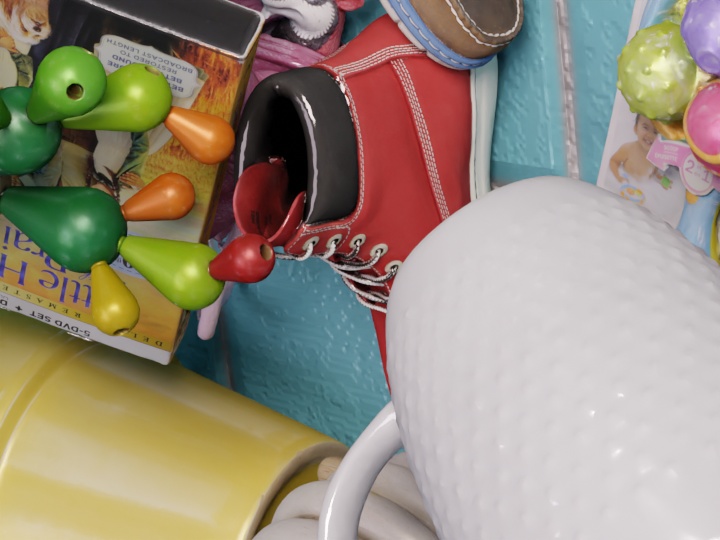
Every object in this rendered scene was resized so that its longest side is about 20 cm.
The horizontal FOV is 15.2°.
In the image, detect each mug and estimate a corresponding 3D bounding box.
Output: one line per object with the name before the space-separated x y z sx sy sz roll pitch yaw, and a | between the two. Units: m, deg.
mug | 0.070 0.074 0.997 0.200 0.148 0.176 -39 61 14

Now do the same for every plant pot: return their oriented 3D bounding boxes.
plant pot | -0.103 0.125 1.284 0.188 0.201 0.201 10 114 29

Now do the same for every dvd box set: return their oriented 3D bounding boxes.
dvd box set | -0.127 -0.053 1.113 0.146 0.029 0.200 21 139 1

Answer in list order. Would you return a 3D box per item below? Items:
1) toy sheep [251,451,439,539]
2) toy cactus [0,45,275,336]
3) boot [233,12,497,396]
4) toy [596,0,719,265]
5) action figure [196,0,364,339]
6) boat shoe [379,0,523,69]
toy sheep | 0.005 0.145 1.150 0.138 0.200 0.138 31 147 23
toy cactus | -0.143 -0.037 1.055 0.200 0.102 0.165 31 149 -22
boot | 0.000 0.000 1.126 0.072 0.144 0.201 10 118 34
toy | 0.132 -0.059 1.029 0.115 0.047 0.200 31 128 36
action figure | -0.059 -0.061 1.207 0.149 0.134 0.200 42 116 -17
boat shoe | 0.031 -0.179 1.077 0.072 0.072 0.200 -10 102 43
